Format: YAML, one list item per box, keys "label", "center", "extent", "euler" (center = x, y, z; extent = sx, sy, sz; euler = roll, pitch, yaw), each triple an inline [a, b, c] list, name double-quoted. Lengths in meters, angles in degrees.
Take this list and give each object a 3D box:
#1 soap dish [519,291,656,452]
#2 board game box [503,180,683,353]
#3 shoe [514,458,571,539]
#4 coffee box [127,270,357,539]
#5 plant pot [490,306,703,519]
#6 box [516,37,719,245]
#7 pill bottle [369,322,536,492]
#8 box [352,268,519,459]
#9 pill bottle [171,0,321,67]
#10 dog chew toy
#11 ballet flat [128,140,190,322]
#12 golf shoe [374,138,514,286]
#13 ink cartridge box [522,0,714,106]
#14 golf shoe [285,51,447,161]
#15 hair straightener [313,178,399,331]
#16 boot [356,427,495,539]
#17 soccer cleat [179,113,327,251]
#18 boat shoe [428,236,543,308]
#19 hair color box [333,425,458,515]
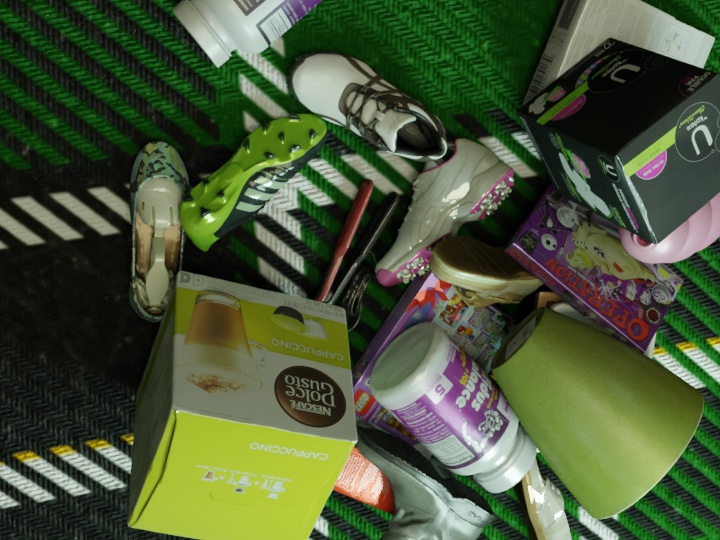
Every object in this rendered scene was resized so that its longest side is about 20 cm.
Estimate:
- label: "soap dish"
  center: [0.271, 0.120, 1.667]
  extent: [0.155, 0.081, 0.203]
  euler: [2, 105, -14]
- label: "board game box"
  center: [0.274, -0.005, 1.600]
  extent: [0.199, 0.032, 0.120]
  euler: [38, 63, -4]
- label: "shoe"
  center: [0.230, 0.298, 1.715]
  extent: [0.053, 0.070, 0.202]
  euler: [-19, 117, -3]
- label: "coffee box"
  center: [-0.130, 0.157, 1.482]
  extent: [0.197, 0.199, 0.201]
  euler: [12, 131, -16]
- label: "plant pot"
  center: [0.249, 0.140, 1.545]
  extent: [0.200, 0.187, 0.187]
  euler: [42, 93, -5]
- label: "box"
  center: [0.295, -0.145, 1.488]
  extent: [0.148, 0.200, 0.125]
  euler: [-38, 121, -8]
- label: "pill bottle"
  center: [0.112, 0.163, 1.581]
  extent: [0.112, 0.112, 0.200]
  euler: [-45, 112, 2]
- label: "box"
  center: [0.080, 0.107, 1.639]
  extent: [0.136, 0.039, 0.201]
  euler: [32, 96, -21]
- label: "pill bottle"
  center: [-0.099, -0.308, 1.440]
  extent: [0.199, 0.112, 0.113]
  euler: [-40, 110, 0]
- label: "dog chew toy"
  center: [0.352, -0.065, 1.572]
  extent: [0.123, 0.200, 0.126]
  euler: [9, 112, 25]
- label: "ballet flat"
  center: [-0.220, -0.038, 1.511]
  extent: [0.073, 0.074, 0.203]
  euler: [-2, 105, -13]
- label: "golf shoe"
  center: [0.083, -0.067, 1.575]
  extent: [0.200, 0.075, 0.092]
  euler: [-42, 75, -4]
- label: "ink cartridge box"
  center: [0.302, -0.232, 1.604]
  extent: [0.198, 0.057, 0.164]
  euler: [15, 102, -35]
- label: "golf shoe"
  center: [0.014, -0.181, 1.514]
  extent: [0.198, 0.095, 0.079]
  euler: [22, 101, -17]
- label: "hair straightener"
  center: [0.000, 0.000, 1.586]
  extent: [0.076, 0.041, 0.202]
  euler: [22, 94, -19]
- label: "boot"
  center: [0.048, 0.279, 1.562]
  extent: [0.199, 0.068, 0.131]
  euler: [36, 99, -19]
- label: "soccer cleat"
  center: [-0.118, -0.101, 1.524]
  extent: [0.199, 0.067, 0.081]
  euler: [-39, 155, -16]
- label: "boat shoe"
  center: [0.142, 0.010, 1.574]
  extent: [0.199, 0.074, 0.067]
  euler: [8, 127, -47]
- label: "hair color box"
  center: [0.022, 0.238, 1.629]
  extent: [0.198, 0.102, 0.062]
  euler: [25, 98, -18]
